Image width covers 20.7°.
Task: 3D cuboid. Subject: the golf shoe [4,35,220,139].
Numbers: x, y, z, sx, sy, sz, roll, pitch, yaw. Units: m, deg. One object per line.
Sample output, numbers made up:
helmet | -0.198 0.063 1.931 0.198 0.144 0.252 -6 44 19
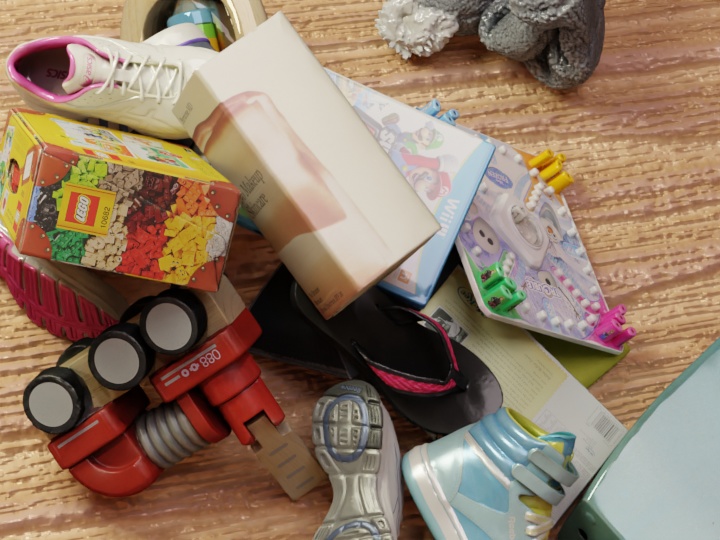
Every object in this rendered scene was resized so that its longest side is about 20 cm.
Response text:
golf shoe | -0.182 -0.144 1.524 0.198 0.092 0.076 3 88 8

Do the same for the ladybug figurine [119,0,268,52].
ladybug figurine | -0.134 -0.183 1.675 0.134 0.072 0.202 -9 84 14

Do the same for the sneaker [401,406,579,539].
sneaker | 0.131 0.196 1.498 0.130 0.080 0.201 -33 83 10

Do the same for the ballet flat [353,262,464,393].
ballet flat | 0.056 0.030 1.646 0.067 0.046 0.200 45 63 -6

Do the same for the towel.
towel | 0.135 0.091 1.644 0.200 0.018 0.086 -37 80 -31

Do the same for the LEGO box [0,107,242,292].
LEGO box | -0.185 -0.055 1.451 0.148 0.200 0.078 12 99 -18

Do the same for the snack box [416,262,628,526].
snack box | 0.108 0.104 1.589 0.200 0.037 0.116 44 61 1

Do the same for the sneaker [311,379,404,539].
sneaker | 0.008 0.189 1.509 0.074 0.087 0.202 -4 71 24

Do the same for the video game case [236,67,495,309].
video game case | -0.011 -0.075 1.550 0.199 0.018 0.144 24 77 3

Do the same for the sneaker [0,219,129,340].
sneaker | -0.253 -0.025 1.567 0.200 0.082 0.088 39 59 9

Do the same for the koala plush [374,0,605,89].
koala plush | 0.120 -0.255 1.785 0.198 0.184 0.179 6 56 13

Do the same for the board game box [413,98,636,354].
board game box | 0.138 -0.036 1.639 0.199 0.026 0.201 17 46 -48

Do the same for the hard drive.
hard drive | 0.000 0.000 1.605 0.134 0.043 0.200 12 47 39

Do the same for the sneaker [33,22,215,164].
sneaker | -0.176 -0.093 1.601 0.199 0.081 0.147 -33 76 5

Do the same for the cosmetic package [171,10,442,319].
cosmetic package | -0.042 -0.075 1.457 0.087 0.103 0.201 -36 87 -20

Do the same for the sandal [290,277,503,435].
sandal | 0.032 0.061 1.515 0.199 0.045 0.075 37 66 -19

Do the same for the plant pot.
plant pot | 0.263 0.172 1.557 0.199 0.142 0.141 -36 73 -26

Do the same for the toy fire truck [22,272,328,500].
toy fire truck | -0.127 0.117 1.490 0.201 0.175 0.129 56 18 -6
